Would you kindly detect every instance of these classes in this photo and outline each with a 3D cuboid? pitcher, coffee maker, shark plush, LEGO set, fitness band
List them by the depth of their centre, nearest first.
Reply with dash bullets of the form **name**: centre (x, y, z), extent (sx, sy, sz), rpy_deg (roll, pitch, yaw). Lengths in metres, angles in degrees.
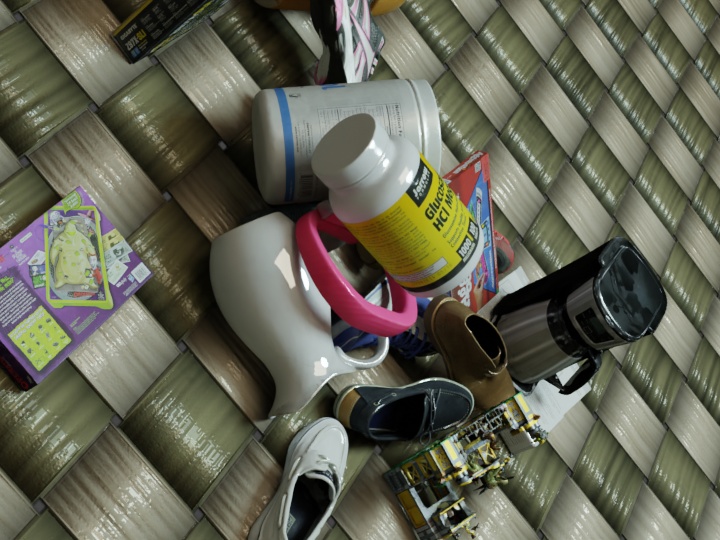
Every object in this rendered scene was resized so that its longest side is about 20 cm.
- **pitcher**: centre (-0.065, 0.036, 1.363), extent (0.171, 0.121, 0.202), rpy_deg (-24, 90, -34)
- **fitness band**: centre (0.000, 0.000, 1.367), extent (0.200, 0.037, 0.145), rpy_deg (20, 43, -59)
- **LEGO set**: centre (0.133, 0.237, 1.432), extent (0.199, 0.153, 0.117), rpy_deg (-23, 80, -48)
- **shark plush**: centre (-0.037, -0.076, 1.459), extent (0.199, 0.091, 0.083), rpy_deg (-36, 66, -14)
- **coffee maker**: centre (0.273, 0.041, 1.587), extent (0.134, 0.199, 0.193), rpy_deg (36, 47, -25)

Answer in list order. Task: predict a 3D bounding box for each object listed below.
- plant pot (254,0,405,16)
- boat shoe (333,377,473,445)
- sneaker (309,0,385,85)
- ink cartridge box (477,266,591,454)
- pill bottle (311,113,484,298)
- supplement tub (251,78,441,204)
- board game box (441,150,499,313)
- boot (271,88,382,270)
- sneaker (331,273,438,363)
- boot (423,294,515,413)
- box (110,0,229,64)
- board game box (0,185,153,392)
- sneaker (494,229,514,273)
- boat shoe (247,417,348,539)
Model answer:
- **plant pot**: centre (-0.055, -0.417, 1.622), extent (0.182, 0.200, 0.202), rpy_deg (-20, 81, -33)
- **boat shoe**: centre (0.061, 0.165, 1.448), extent (0.199, 0.062, 0.075), rpy_deg (5, 106, -40)
- **sneaker**: centre (-0.005, -0.269, 1.574), extent (0.086, 0.080, 0.202), rpy_deg (-13, 112, -31)
- **ink cartridge box**: centre (0.206, 0.116, 1.661), extent (0.176, 0.045, 0.201), rpy_deg (-31, 91, -50)
- **pill bottle**: centre (0.038, -0.070, 1.342), extent (0.200, 0.112, 0.113), rpy_deg (46, 40, -35)
- **supplement tub**: centre (-0.019, -0.147, 1.425), extent (0.198, 0.132, 0.133), rpy_deg (-6, 67, -12)
- **board game box**: centre (0.130, -0.035, 1.538), extent (0.103, 0.019, 0.202), rpy_deg (-37, 131, -38)
- **boot**: centre (-0.043, -0.108, 1.532), extent (0.199, 0.066, 0.176), rpy_deg (28, 41, -30)
- **sneaker**: centre (0.047, 0.064, 1.501), extent (0.116, 0.080, 0.199), rpy_deg (55, 38, -1)
- **boot**: centre (0.148, 0.115, 1.506), extent (0.074, 0.075, 0.201), rpy_deg (-51, 129, -21)
- **box**: centre (-0.171, -0.326, 1.420), extent (0.050, 0.199, 0.160), rpy_deg (54, 41, -7)
- **board game box**: centre (-0.297, 0.013, 1.216), extent (0.120, 0.032, 0.200), rpy_deg (55, 39, -12)
- **sneaker**: centre (0.131, -0.023, 1.632), extent (0.199, 0.071, 0.098), rpy_deg (19, 28, -36)
- **boat shoe**: centre (-0.048, 0.229, 1.313), extent (0.074, 0.065, 0.201), rpy_deg (43, 43, -18)
